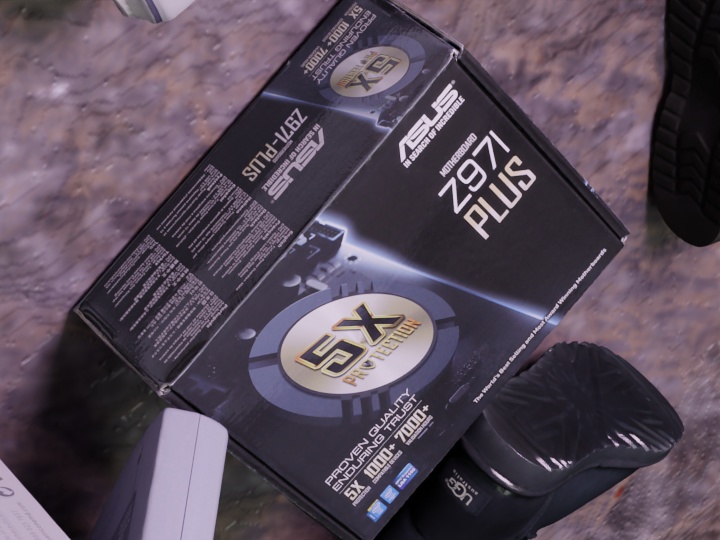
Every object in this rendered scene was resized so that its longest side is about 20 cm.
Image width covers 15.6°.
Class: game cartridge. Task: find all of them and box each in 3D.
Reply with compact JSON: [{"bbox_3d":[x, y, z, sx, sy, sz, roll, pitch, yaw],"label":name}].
[{"bbox_3d":[-0.104,0.153,1.153,0.040,0.134,0.200,13,141,-14],"label":"game cartridge"}]

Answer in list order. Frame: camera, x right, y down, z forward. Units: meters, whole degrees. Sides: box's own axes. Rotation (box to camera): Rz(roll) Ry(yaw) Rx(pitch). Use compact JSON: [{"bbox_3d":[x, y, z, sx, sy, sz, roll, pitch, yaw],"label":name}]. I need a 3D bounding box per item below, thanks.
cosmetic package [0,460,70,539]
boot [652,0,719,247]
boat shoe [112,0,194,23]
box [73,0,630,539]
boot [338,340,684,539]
[{"bbox_3d":[-0.242,0.187,1.104,0.199,0.123,0.200,-7,120,-35],"label":"cosmetic package"},{"bbox_3d":[0.224,-0.118,1.315,0.138,0.077,0.201,-19,139,-32],"label":"boot"},{"bbox_3d":[-0.142,-0.153,1.010,0.066,0.072,0.200,-44,133,0],"label":"boat shoe"},{"bbox_3d":[0.000,0.000,1.198,0.200,0.086,0.164,-49,133,-2],"label":"box"},{"bbox_3d":[0.062,0.124,1.333,0.168,0.076,0.200,-50,163,26],"label":"boot"}]
